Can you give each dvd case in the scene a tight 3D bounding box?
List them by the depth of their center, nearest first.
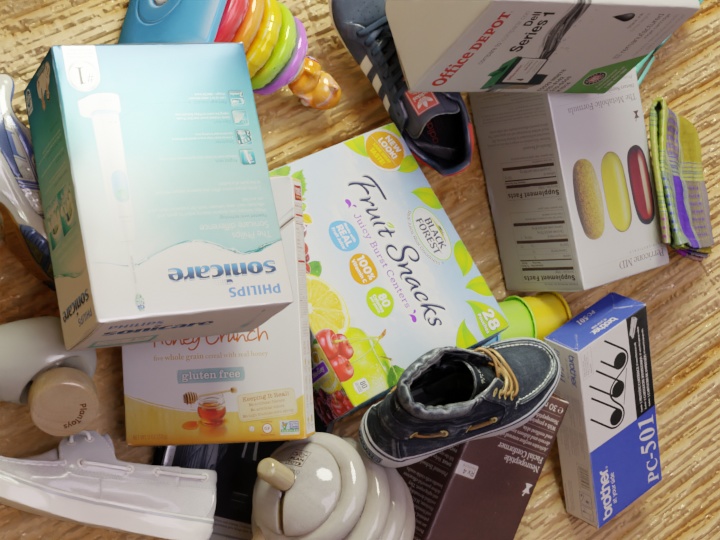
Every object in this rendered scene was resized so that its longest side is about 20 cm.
[{"bbox_3d":[-0.091,0.128,1.251,0.150,0.025,0.200,20,79,-32],"label":"dvd case"}]

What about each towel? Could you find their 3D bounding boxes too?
[{"bbox_3d":[0.303,-0.084,1.448,0.200,0.023,0.144,8,75,-69],"label":"towel"}]

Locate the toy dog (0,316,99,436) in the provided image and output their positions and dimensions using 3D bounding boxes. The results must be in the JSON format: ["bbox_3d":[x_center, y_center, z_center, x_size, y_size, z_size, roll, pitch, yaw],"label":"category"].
[{"bbox_3d":[-0.263,0.045,1.087,0.200,0.132,0.096,6,115,-42],"label":"toy dog"}]

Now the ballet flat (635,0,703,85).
[{"bbox_3d":[0.257,-0.220,1.473,0.070,0.067,0.200,38,67,-1],"label":"ballet flat"}]

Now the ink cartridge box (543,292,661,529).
[{"bbox_3d":[0.225,0.130,1.412,0.094,0.044,0.200,-31,125,-30],"label":"ink cartridge box"}]

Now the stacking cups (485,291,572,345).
[{"bbox_3d":[0.095,0.059,1.352,0.200,0.060,0.061,-9,94,-34],"label":"stacking cups"}]

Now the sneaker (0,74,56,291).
[{"bbox_3d":[-0.230,-0.056,1.132,0.088,0.075,0.200,-48,114,-25],"label":"sneaker"}]

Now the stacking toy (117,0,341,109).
[{"bbox_3d":[-0.084,-0.180,1.226,0.200,0.116,0.110,28,72,-42],"label":"stacking toy"}]

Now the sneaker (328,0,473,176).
[{"bbox_3d":[0.042,-0.163,1.283,0.075,0.085,0.200,-31,119,9],"label":"sneaker"}]

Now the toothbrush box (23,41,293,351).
[{"bbox_3d":[-0.144,-0.054,1.087,0.146,0.085,0.200,-6,76,-28],"label":"toothbrush box"}]

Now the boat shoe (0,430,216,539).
[{"bbox_3d":[-0.199,0.154,1.141,0.200,0.072,0.069,15,76,-18],"label":"boat shoe"}]

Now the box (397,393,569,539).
[{"bbox_3d":[0.089,0.181,1.314,0.100,0.075,0.200,22,91,-37],"label":"box"}]

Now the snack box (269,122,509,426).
[{"bbox_3d":[0.000,0.000,1.251,0.169,0.068,0.200,-24,82,-31],"label":"snack box"}]

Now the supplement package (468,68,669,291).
[{"bbox_3d":[0.188,-0.089,1.388,0.114,0.109,0.200,-17,98,-32],"label":"supplement package"}]

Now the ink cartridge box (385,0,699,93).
[{"bbox_3d":[0.141,-0.209,1.224,0.200,0.146,0.084,-4,69,-28],"label":"ink cartridge box"}]

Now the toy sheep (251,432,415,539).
[{"bbox_3d":[-0.025,0.193,1.201,0.138,0.138,0.200,-65,148,-16],"label":"toy sheep"}]

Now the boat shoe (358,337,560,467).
[{"bbox_3d":[0.095,0.089,1.194,0.200,0.091,0.071,-23,71,-34],"label":"boat shoe"}]

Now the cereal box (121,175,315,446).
[{"bbox_3d":[-0.112,0.031,1.176,0.144,0.040,0.200,-4,89,10],"label":"cereal box"}]
